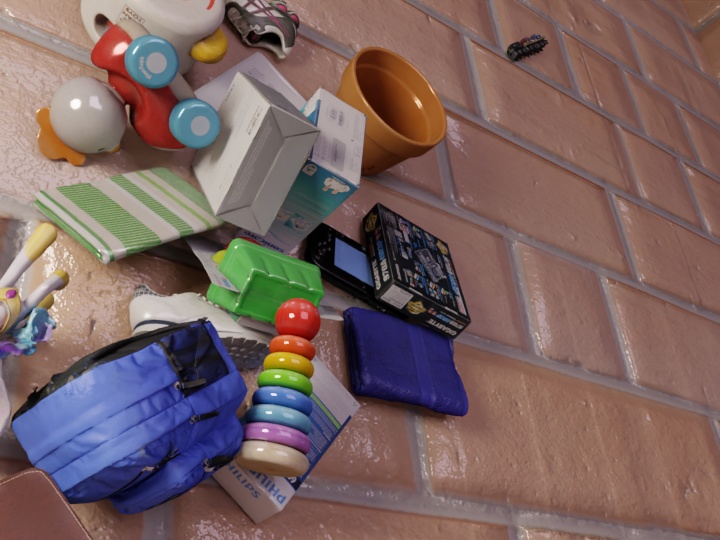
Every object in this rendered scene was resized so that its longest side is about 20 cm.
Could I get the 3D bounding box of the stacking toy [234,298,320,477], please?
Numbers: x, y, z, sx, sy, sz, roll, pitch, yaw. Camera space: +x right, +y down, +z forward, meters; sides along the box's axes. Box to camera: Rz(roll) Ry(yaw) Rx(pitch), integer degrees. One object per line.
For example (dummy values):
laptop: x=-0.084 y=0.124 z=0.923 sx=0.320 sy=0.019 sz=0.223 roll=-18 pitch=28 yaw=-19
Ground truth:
stacking toy: x=-0.082 y=0.126 z=0.917 sx=0.085 sy=0.085 sz=0.201 roll=25 pitch=62 yaw=-27

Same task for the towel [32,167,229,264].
towel: x=-0.278 y=-0.074 z=1.005 sx=0.152 sy=0.024 sz=0.200 roll=34 pitch=33 yaw=25

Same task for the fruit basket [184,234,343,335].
fruit basket: x=-0.137 y=0.009 z=1.047 sx=0.184 sy=0.094 sz=0.200 roll=20 pitch=6 yaw=-33

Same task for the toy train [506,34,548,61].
toy train: x=0.421 y=-0.565 z=2.040 sx=0.046 sy=0.034 sz=0.200 roll=45 pitch=40 yaw=11

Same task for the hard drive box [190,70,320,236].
hard drive box: x=-0.145 y=-0.160 z=1.071 sx=0.076 sy=0.156 sz=0.200 roll=23 pitch=16 yaw=-29

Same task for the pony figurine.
pony figurine: x=-0.368 y=0.062 z=0.769 sx=0.166 sy=0.193 sz=0.200 roll=43 pitch=22 yaw=-14

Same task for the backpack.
backpack: x=-0.222 y=0.151 z=0.807 sx=0.168 sy=0.162 sz=0.200 roll=58 pitch=28 yaw=9

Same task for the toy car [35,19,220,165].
toy car: x=-0.316 y=-0.198 z=1.038 sx=0.200 sy=0.184 sz=0.177 roll=-40 pitch=125 yaw=-10

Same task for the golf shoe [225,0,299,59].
golf shoe: x=-0.190 y=-0.432 z=1.353 sx=0.199 sy=0.077 sz=0.089 roll=21 pitch=56 yaw=-30

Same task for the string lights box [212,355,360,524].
string lights box: x=-0.093 y=0.199 z=0.996 sx=0.103 sy=0.059 sz=0.200 roll=49 pitch=41 yaw=-3

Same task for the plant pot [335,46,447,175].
plant pot: x=0.027 y=-0.256 z=1.372 sx=0.199 sy=0.140 sz=0.201 roll=24 pitch=47 yaw=-29

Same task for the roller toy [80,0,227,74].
roller toy: x=-0.295 y=-0.383 z=1.168 sx=0.182 sy=0.140 sz=0.201 roll=0 pitch=62 yaw=-42

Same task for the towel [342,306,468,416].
towel: x=0.063 y=0.139 z=1.197 sx=0.199 sy=0.050 sz=0.148 roll=18 pitch=44 yaw=-32

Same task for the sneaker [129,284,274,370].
sneaker: x=-0.187 y=0.069 z=0.999 sx=0.199 sy=0.076 sz=0.081 roll=18 pitch=41 yaw=-35

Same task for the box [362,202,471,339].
box: x=0.085 y=-0.003 z=1.274 sx=0.158 sy=0.046 sz=0.201 roll=28 pitch=31 yaw=-28

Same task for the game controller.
game controller: x=0.000 y=0.000 z=1.238 sx=0.199 sy=0.042 sz=0.105 roll=30 pitch=45 yaw=-24

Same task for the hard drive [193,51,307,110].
hard drive: x=-0.171 y=-0.261 z=1.281 sx=0.132 sy=0.026 sz=0.200 roll=46 pitch=41 yaw=-7

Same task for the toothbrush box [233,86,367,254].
toothbrush box: x=-0.085 y=-0.132 z=1.134 sx=0.085 sy=0.200 sz=0.147 roll=27 pitch=47 yaw=-24

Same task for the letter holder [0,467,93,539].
letter holder: x=-0.336 y=0.281 z=0.685 sx=0.142 sy=0.101 sz=0.200 roll=53 pitch=41 yaw=5
